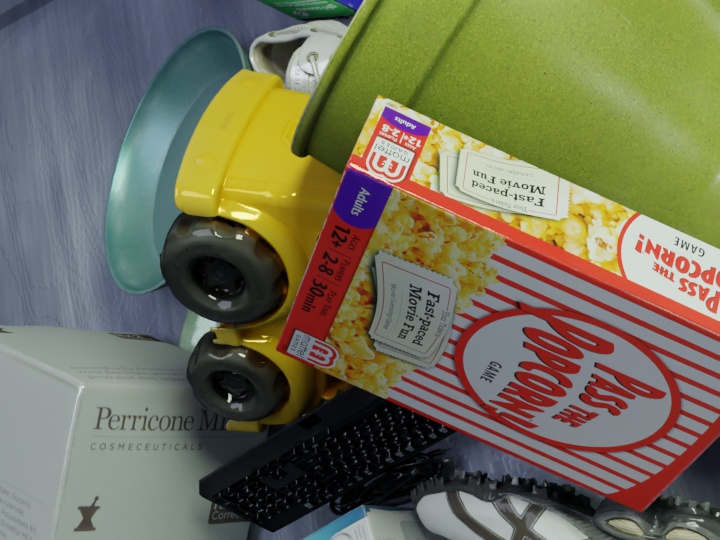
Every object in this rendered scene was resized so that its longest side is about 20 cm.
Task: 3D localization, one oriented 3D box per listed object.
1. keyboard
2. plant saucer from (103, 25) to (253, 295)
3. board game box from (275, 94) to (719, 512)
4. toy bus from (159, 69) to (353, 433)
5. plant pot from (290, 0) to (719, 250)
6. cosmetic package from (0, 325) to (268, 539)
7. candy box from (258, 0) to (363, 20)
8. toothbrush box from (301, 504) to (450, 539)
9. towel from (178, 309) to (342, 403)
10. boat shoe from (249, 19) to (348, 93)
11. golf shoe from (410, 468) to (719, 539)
[{"bbox_3d":[0.004,0.115,0.819,0.199,0.104,0.040,-33,46,31],"label":"keyboard"},{"bbox_3d":[-0.122,-0.075,1.003,0.200,0.036,0.202,-32,49,46],"label":"plant saucer"},{"bbox_3d":[0.073,0.022,0.631,0.152,0.199,0.047,113,180,-54],"label":"board game box"},{"bbox_3d":[0.000,0.000,0.800,0.190,0.201,0.136,7,42,12],"label":"toy bus"},{"bbox_3d":[0.100,-0.085,0.664,0.192,0.200,0.201,35,107,1],"label":"plant pot"},{"bbox_3d":[-0.183,0.151,0.929,0.164,0.164,0.202,17,97,43],"label":"cosmetic package"},{"bbox_3d":[-0.065,-0.276,0.911,0.077,0.199,0.171,9,84,44],"label":"candy box"},{"bbox_3d":[-0.022,0.247,0.824,0.200,0.085,0.147,-36,59,30],"label":"toothbrush box"},{"bbox_3d":[-0.046,0.019,0.944,0.199,0.023,0.154,11,88,43],"label":"towel"},{"bbox_3d":[-0.015,-0.117,0.882,0.200,0.069,0.071,29,122,59],"label":"boat shoe"},{"bbox_3d":[0.103,0.158,0.739,0.199,0.077,0.095,2,81,43],"label":"golf shoe"}]
